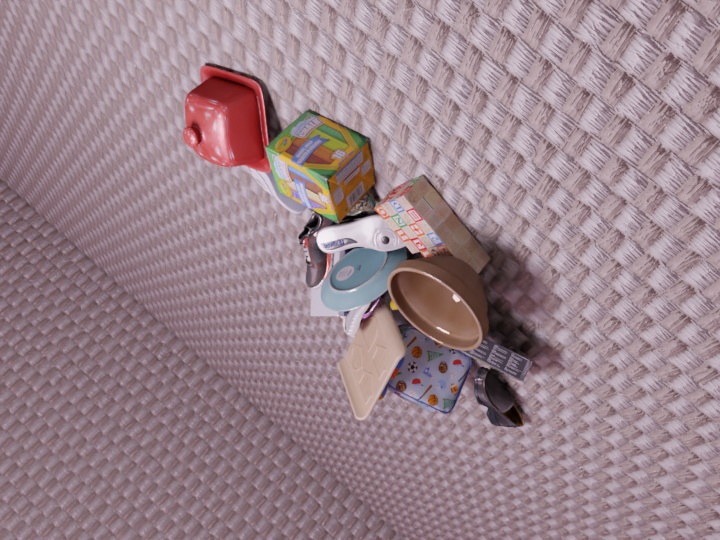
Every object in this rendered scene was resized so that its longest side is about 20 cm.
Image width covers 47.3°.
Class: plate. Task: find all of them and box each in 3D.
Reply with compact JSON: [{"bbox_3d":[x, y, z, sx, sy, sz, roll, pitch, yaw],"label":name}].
[{"bbox_3d":[0.000,0.000,1.636,0.199,0.200,0.026,12,146,49],"label":"plate"}]

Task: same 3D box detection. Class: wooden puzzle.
[{"bbox_3d":[0.031,0.187,1.736,0.046,0.201,0.186,15,-149,-28],"label":"wooden puzzle"}]

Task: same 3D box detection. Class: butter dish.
[{"bbox_3d":[-0.290,-0.287,1.651,0.199,0.147,0.201,24,131,36],"label":"butter dish"}]

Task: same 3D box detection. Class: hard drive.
[{"bbox_3d":[-0.070,-0.001,1.801,0.132,0.025,0.202,-5,83,60],"label":"hard drive"}]

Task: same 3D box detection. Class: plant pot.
[{"bbox_3d":[0.153,0.040,1.453,0.200,0.093,0.201,32,153,18],"label":"plant pot"}]

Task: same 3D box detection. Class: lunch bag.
[{"bbox_3d":[0.142,0.212,1.790,0.199,0.161,0.075,28,168,-21],"label":"lunch bag"}]

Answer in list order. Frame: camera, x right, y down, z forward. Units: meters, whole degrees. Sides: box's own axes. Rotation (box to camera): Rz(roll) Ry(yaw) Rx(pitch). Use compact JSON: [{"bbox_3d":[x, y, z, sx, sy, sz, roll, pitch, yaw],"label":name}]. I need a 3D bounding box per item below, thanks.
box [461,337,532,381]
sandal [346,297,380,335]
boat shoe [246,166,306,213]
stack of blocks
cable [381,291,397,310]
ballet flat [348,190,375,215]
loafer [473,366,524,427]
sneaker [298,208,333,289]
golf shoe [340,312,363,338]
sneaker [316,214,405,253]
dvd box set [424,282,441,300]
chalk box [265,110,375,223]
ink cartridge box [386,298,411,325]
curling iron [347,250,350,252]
[{"bbox_3d":[0.230,0.151,1.602,0.199,0.045,0.160,27,177,10],"label":"box"},{"bbox_3d":[0.015,0.065,1.706,0.049,0.083,0.203,10,145,-14],"label":"sandal"},{"bbox_3d":[-0.185,-0.202,1.774,0.201,0.073,0.065,53,160,4],"label":"boat shoe"},{"bbox_3d":[0.130,-0.068,1.498,0.200,0.059,0.115,49,156,-12],"label":"stack of blocks"},{"bbox_3d":[0.081,0.027,1.640,0.200,0.050,0.098,-20,86,68],"label":"cable"},{"bbox_3d":[-0.045,-0.140,1.655,0.199,0.068,0.075,8,147,47],"label":"ballet flat"},{"bbox_3d":[0.303,0.276,1.788,0.072,0.073,0.200,10,150,37],"label":"loafer"},{"bbox_3d":[-0.102,-0.055,1.752,0.077,0.081,0.202,43,126,53],"label":"sneaker"},{"bbox_3d":[0.002,0.125,1.858,0.077,0.088,0.201,18,146,41],"label":"golf shoe"},{"bbox_3d":[0.019,-0.086,1.642,0.198,0.112,0.074,-3,108,17],"label":"sneaker"},{"bbox_3d":[0.134,0.040,1.631,0.146,0.029,0.200,46,172,-15],"label":"dvd box set"},{"bbox_3d":[-0.089,-0.204,1.540,0.199,0.125,0.124,29,153,27],"label":"chalk box"},{"bbox_3d":[0.056,0.063,1.840,0.199,0.050,0.109,2,133,55],"label":"ink cartridge box"},{"bbox_3d":[0.017,-0.042,1.743,0.049,0.026,0.199,13,176,-34],"label":"curling iron"}]
